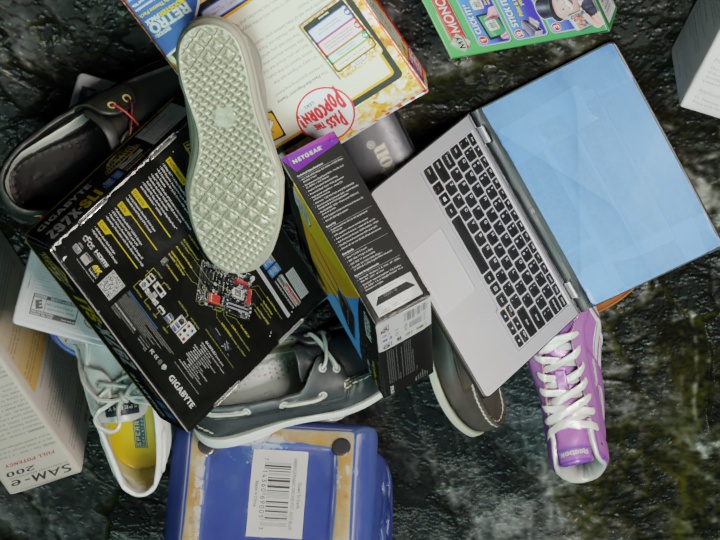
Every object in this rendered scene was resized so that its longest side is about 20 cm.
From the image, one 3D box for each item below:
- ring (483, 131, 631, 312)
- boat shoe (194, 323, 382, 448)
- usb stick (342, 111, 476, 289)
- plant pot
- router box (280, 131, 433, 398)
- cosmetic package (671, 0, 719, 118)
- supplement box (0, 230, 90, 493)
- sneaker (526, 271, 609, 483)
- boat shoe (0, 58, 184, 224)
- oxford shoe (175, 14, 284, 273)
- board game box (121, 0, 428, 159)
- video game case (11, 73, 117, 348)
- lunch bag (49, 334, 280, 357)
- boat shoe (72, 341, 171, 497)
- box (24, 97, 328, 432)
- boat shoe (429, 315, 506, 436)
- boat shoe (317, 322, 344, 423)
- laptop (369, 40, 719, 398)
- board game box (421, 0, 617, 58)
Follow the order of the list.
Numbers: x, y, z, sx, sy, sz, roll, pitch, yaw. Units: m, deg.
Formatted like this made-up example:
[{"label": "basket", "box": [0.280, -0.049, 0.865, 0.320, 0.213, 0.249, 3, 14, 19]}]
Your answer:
[{"label": "ring", "box": [0.148, -0.029, 1.771, 0.199, 0.019, 0.201, 1, 128, 1]}, {"label": "boat shoe", "box": [-0.048, 0.084, 1.757, 0.199, 0.076, 0.060, -25, 145, -5]}, {"label": "usb stick", "box": [0.028, -0.063, 1.691, 0.055, 0.033, 0.201, -24, 100, 12]}, {"label": "plant pot", "box": [-0.074, 0.229, 1.838, 0.199, 0.201, 0.180, 3, 152, 2]}, {"label": "router box", "box": [0.000, 0.000, 1.659, 0.051, 0.150, 0.200, -28, 162, -7]}, {"label": "cosmetic package", "box": [0.318, -0.202, 1.588, 0.112, 0.081, 0.201, 17, 126, -12]}, {"label": "supplement box", "box": [-0.300, 0.068, 1.794, 0.073, 0.126, 0.201, -18, 125, 15]}, {"label": "sneaker", "box": [0.173, 0.096, 1.793, 0.072, 0.115, 0.201, -13, 135, 10]}, {"label": "boat shoe", "box": [-0.186, -0.101, 1.650, 0.201, 0.063, 0.074, -32, 93, -7]}, {"label": "oxford shoe", "box": [-0.094, -0.095, 1.587, 0.075, 0.058, 0.201, -5, 113, 5]}, {"label": "board game box", "box": [-0.065, -0.178, 1.607, 0.151, 0.046, 0.200, -30, 114, 12]}, {"label": "video game case", "box": [-0.177, -0.038, 1.695, 0.142, 0.018, 0.201, 15, 88, -10]}, {"label": "lunch bag", "box": [-0.154, 0.018, 1.784, 0.199, 0.076, 0.161, 22, 124, -16]}, {"label": "boat shoe", "box": [-0.191, 0.097, 1.739, 0.074, 0.086, 0.203, -4, 122, -1]}, {"label": "box", "box": [-0.136, -0.002, 1.646, 0.160, 0.049, 0.200, -46, 123, -18]}, {"label": "boat shoe", "box": [0.084, 0.055, 1.782, 0.060, 0.072, 0.202, -10, 125, 23]}, {"label": "boat shoe", "box": [-0.035, 0.097, 1.846, 0.073, 0.067, 0.200, 36, 121, -24]}, {"label": "laptop", "box": [0.143, -0.038, 1.669, 0.116, 0.200, 0.188, -14, 111, 54]}, {"label": "board game box", "box": [0.087, -0.247, 1.566, 0.134, 0.029, 0.200, -6, 132, 31]}]
